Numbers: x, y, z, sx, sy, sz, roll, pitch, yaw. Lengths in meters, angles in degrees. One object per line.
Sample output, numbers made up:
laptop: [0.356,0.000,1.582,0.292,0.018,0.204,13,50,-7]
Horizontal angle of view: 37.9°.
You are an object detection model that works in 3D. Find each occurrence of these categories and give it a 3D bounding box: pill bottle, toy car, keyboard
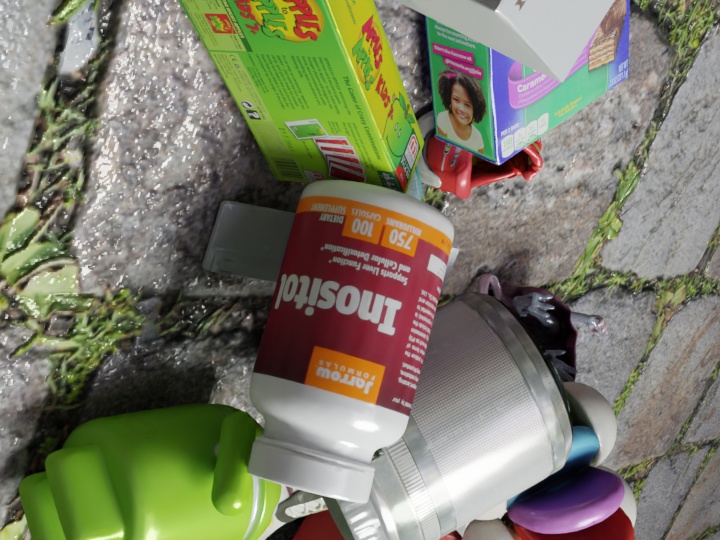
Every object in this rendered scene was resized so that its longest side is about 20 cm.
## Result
pill bottle: [-0.011,0.049,0.717,0.113,0.112,0.202,27,74,-55]
toy car: [0.179,0.210,0.952,0.174,0.150,0.202,-21,106,-17]
keyboard: [-0.018,-0.010,0.795,0.198,0.011,0.057,10,110,-25]

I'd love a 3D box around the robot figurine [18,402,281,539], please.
robot figurine: [-0.142,0.159,0.768,0.199,0.116,0.175,-2,149,-47]

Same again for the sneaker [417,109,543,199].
sneaker: [0.129,-0.110,0.891,0.199,0.085,0.078,-31,140,-30]

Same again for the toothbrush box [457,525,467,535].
toothbrush box: [0.127,0.296,1.234,0.146,0.085,0.202,-17,130,-41]

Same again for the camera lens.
camera lens: [0.056,0.124,0.838,0.199,0.160,0.161,-27,139,-11]

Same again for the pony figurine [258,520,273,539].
pony figurine: [-0.141,0.308,0.856,0.199,0.166,0.195,-27,134,-33]

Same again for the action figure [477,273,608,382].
action figure: [0.179,0.094,1.117,0.200,0.147,0.135,72,36,-79]

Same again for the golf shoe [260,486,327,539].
golf shoe: [-0.052,0.185,0.926,0.200,0.088,0.077,-48,147,-7]

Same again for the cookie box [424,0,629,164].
cookie box: [0.127,-0.211,0.789,0.171,0.075,0.201,-34,132,-30]

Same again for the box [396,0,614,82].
box: [0.060,-0.218,0.617,0.125,0.200,0.097,-57,145,5]

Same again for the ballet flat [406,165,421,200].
ballet flat: [0.000,0.000,0.849,0.074,0.074,0.202,-19,130,-40]

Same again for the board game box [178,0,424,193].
board game box: [-0.035,-0.131,0.657,0.201,0.101,0.048,63,41,-52]

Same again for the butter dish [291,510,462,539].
butter dish: [0.032,0.269,1.031,0.149,0.198,0.200,-64,148,-17]
